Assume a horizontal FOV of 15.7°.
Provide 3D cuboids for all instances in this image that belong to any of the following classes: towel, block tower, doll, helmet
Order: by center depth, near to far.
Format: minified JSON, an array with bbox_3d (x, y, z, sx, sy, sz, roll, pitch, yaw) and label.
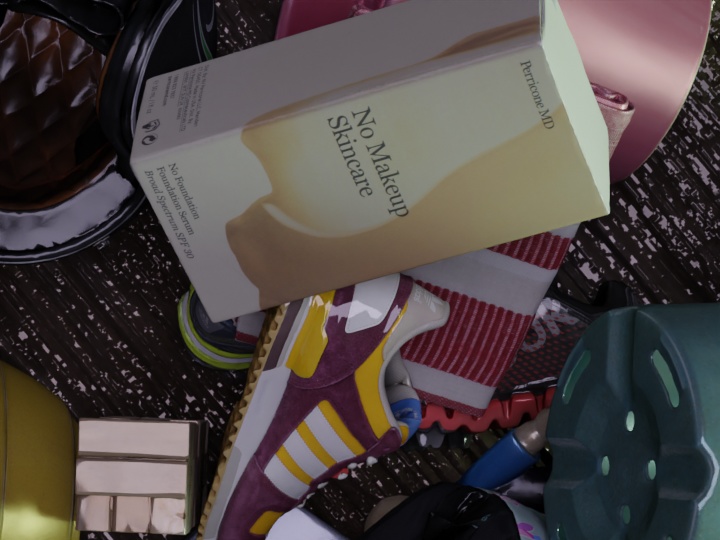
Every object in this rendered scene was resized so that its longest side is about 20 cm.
[{"bbox_3d":[0.031,-0.026,1.278,0.143,0.023,0.201,18,124,-7],"label":"towel"},{"bbox_3d":[-0.107,0.100,1.301,0.057,0.200,0.054,3,87,1],"label":"block tower"},{"bbox_3d":[-0.164,-0.107,1.317,0.199,0.191,0.201,7,51,-9],"label":"helmet"},{"bbox_3d":[0.101,0.130,1.363,0.199,0.049,0.137,-2,125,0],"label":"doll"}]

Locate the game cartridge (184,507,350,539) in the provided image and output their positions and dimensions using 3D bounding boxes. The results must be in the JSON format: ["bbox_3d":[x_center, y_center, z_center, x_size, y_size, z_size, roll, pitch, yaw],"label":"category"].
[{"bbox_3d":[-0.070,0.218,1.377,0.133,0.041,0.200,36,84,-5],"label":"game cartridge"}]

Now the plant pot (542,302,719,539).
[{"bbox_3d":[0.203,0.096,1.225,0.195,0.200,0.202,4,85,-25],"label":"plant pot"}]

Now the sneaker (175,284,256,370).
[{"bbox_3d":[0.000,0.000,1.375,0.199,0.081,0.074,-24,88,-6],"label":"sneaker"}]

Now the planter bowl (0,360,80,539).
[{"bbox_3d":[-0.185,0.115,1.303,0.083,0.200,0.202,5,85,-17],"label":"planter bowl"}]

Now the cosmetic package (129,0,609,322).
[{"bbox_3d":[0.006,-0.057,1.199,0.199,0.071,0.106,-16,125,16],"label":"cosmetic package"}]

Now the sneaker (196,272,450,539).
[{"bbox_3d":[-0.020,0.084,1.299,0.090,0.075,0.201,18,125,-4],"label":"sneaker"}]

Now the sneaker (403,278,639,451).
[{"bbox_3d":[0.064,0.045,1.382,0.199,0.071,0.099,-5,86,-7],"label":"sneaker"}]

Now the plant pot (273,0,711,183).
[{"bbox_3d":[0.073,-0.134,1.346,0.178,0.200,0.201,22,84,-19],"label":"plant pot"}]

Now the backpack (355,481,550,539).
[{"bbox_3d":[0.046,0.206,1.292,0.126,0.167,0.201,28,93,-33],"label":"backpack"}]
